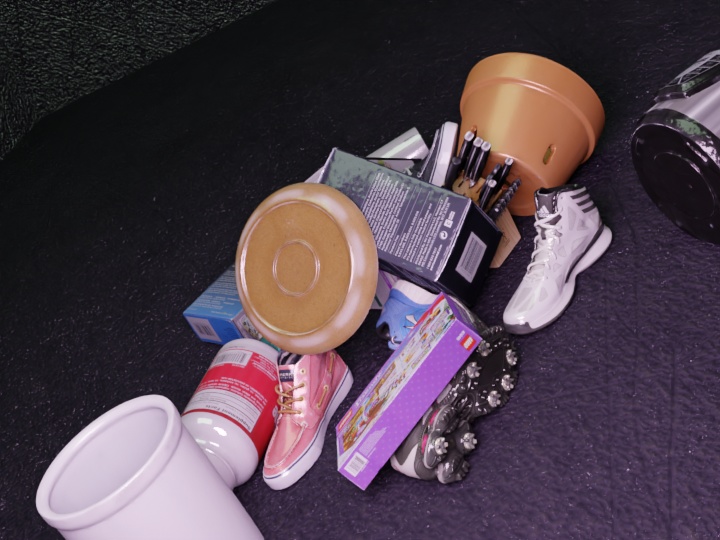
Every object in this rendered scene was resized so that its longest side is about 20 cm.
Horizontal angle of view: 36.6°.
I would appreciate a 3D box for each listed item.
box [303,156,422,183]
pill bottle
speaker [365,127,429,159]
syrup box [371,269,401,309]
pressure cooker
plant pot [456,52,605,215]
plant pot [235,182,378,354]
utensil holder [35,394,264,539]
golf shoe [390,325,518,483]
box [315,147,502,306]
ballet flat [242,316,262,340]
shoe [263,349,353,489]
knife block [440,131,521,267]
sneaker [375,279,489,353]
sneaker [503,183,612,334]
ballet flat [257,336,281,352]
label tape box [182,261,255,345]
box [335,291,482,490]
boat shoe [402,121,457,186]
[{"bbox_3d":[0.004,-0.108,1.562,0.198,0.061,0.116,-6,-23,-49],"label":"box"},{"bbox_3d":[-0.161,0.187,1.323,0.111,0.113,0.201,-15,30,32],"label":"pill bottle"},{"bbox_3d":[0.023,-0.142,1.732,0.198,0.082,0.081,-32,25,4],"label":"speaker"},{"bbox_3d":[0.000,0.000,1.504,0.198,0.082,0.079,-1,40,44],"label":"syrup box"},{"bbox_3d":[0.416,-0.150,1.187,0.199,0.180,0.176,-38,56,-13],"label":"pressure cooker"},{"bbox_3d":[0.211,-0.169,1.456,0.198,0.200,0.142,-2,54,47],"label":"plant pot"},{"bbox_3d":[-0.072,-0.003,1.277,0.197,0.204,0.027,-18,-10,27],"label":"plant pot"},{"bbox_3d":[-0.213,0.264,1.146,0.168,0.202,0.171,-26,25,13],"label":"utensil holder"},{"bbox_3d":[0.099,0.136,1.162,0.087,0.078,0.201,-13,30,48],"label":"golf shoe"},{"bbox_3d":[0.051,-0.051,1.318,0.198,0.148,0.106,23,86,25],"label":"box"},{"bbox_3d":[-0.091,0.081,1.491,0.198,0.073,0.072,-15,30,35],"label":"ballet flat"},{"bbox_3d":[-0.079,0.159,1.303,0.071,0.092,0.201,-12,32,36],"label":"shoe"},{"bbox_3d":[0.124,-0.089,1.408,0.198,0.177,0.064,-1,37,48],"label":"knife block"},{"bbox_3d":[0.086,0.077,1.297,0.090,0.078,0.199,-57,31,-11],"label":"sneaker"},{"bbox_3d":[0.210,-0.026,1.267,0.075,0.116,0.201,2,42,50],"label":"sneaker"},{"bbox_3d":[-0.128,0.125,1.455,0.063,0.069,0.199,2,-22,-36],"label":"ballet flat"},{"bbox_3d":[-0.155,0.026,1.658,0.143,0.064,0.200,5,44,51],"label":"label tape box"},{"bbox_3d":[0.048,0.124,1.167,0.201,0.039,0.137,-52,9,7],"label":"box"},{"bbox_3d":[0.079,-0.113,1.494,0.067,0.203,0.072,20,26,4],"label":"boat shoe"}]
